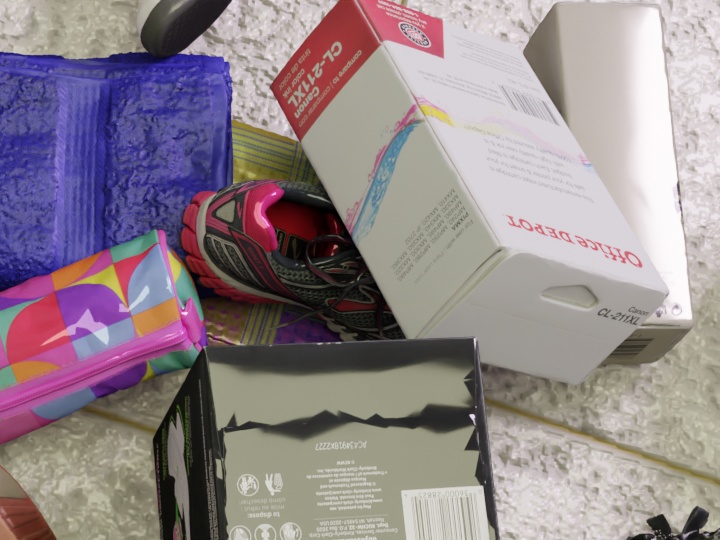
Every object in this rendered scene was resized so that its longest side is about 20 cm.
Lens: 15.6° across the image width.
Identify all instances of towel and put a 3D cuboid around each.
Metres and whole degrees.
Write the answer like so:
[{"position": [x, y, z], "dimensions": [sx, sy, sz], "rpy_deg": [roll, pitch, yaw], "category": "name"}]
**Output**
[{"position": [-0.033, -0.003, 1.528], "dimensions": [0.199, 0.023, 0.144], "rpy_deg": [17, 69, -7], "category": "towel"}, {"position": [-0.171, -0.060, 1.487], "dimensions": [0.199, 0.050, 0.148], "rpy_deg": [1, 69, -4], "category": "towel"}]

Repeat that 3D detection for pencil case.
[{"position": [-0.180, 0.050, 1.422], "dimensions": [0.200, 0.088, 0.089], "rpy_deg": [-24, 78, -2], "category": "pencil case"}]

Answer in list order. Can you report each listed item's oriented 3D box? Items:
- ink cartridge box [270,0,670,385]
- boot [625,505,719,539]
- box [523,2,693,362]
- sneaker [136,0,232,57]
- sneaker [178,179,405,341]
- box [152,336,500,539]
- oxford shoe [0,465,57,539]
[{"position": [0.058, -0.044, 1.442], "dimensions": [0.146, 0.083, 0.200], "rpy_deg": [15, 37, -45], "category": "ink cartridge box"}, {"position": [0.152, 0.237, 1.467], "dimensions": [0.162, 0.073, 0.199], "rpy_deg": [-5, 75, -20], "category": "boot"}, {"position": [0.143, -0.051, 1.543], "dimensions": [0.068, 0.082, 0.201], "rpy_deg": [1, 73, -12], "category": "box"}, {"position": [-0.105, -0.210, 1.540], "dimensions": [0.108, 0.067, 0.201], "rpy_deg": [36, 50, 2], "category": "sneaker"}, {"position": [0.000, 0.000, 1.465], "dimensions": [0.200, 0.075, 0.081], "rpy_deg": [13, 73, -31], "category": "sneaker"}, {"position": [-0.023, 0.121, 1.392], "dimensions": [0.148, 0.200, 0.125], "rpy_deg": [-1, 73, -13], "category": "box"}, {"position": [-0.178, 0.203, 1.416], "dimensions": [0.074, 0.071, 0.200], "rpy_deg": [-31, 84, 11], "category": "oxford shoe"}]
